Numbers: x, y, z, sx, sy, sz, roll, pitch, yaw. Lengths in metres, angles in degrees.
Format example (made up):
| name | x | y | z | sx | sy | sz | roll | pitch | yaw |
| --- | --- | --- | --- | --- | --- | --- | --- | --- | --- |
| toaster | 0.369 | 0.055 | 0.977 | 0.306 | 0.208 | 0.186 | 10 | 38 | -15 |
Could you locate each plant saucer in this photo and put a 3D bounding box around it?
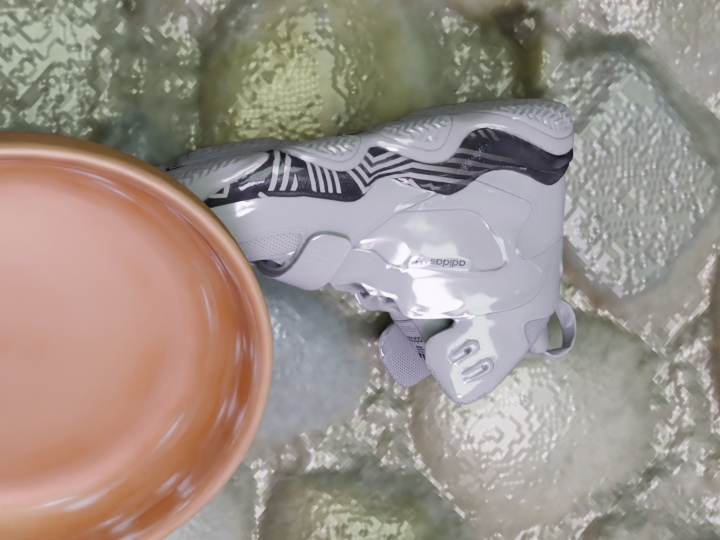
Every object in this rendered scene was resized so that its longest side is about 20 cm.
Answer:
| name | x | y | z | sx | sy | sz | roll | pitch | yaw |
| --- | --- | --- | --- | --- | --- | --- | --- | --- | --- |
| plant saucer | -0.133 | 0.032 | 0.836 | 0.199 | 0.037 | 0.201 | -6 | 124 | -8 |

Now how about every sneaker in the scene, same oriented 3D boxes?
| name | x | y | z | sx | sy | sz | roll | pitch | yaw |
| --- | --- | --- | --- | --- | --- | --- | --- | --- | --- |
| sneaker | 0.000 | 0.000 | 0.897 | 0.199 | 0.075 | 0.115 | -12 | 98 | -21 |
